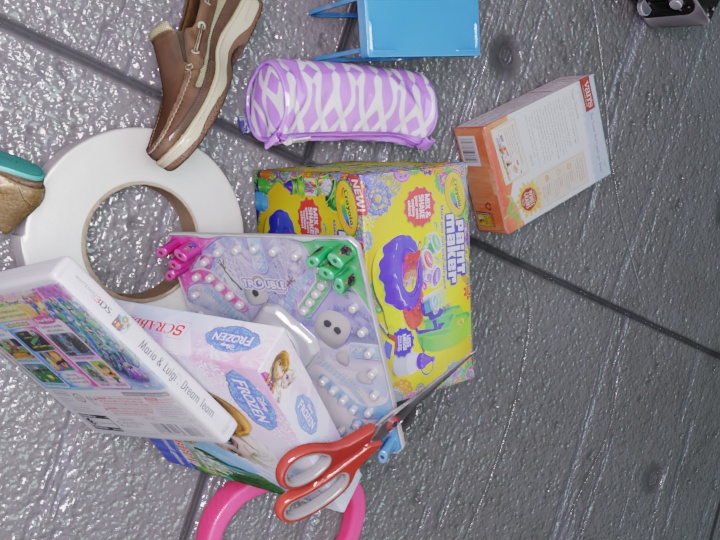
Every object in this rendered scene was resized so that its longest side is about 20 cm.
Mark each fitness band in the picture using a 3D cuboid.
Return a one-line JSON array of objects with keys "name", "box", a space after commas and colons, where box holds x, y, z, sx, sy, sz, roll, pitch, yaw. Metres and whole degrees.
[{"name": "fitness band", "box": [-0.079, 0.277, 0.834, 0.199, 0.037, 0.145, -2, 98, -36]}]

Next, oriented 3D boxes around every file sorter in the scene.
[{"name": "file sorter", "box": [0.024, -0.307, 0.773, 0.138, 0.122, 0.201, -11, 102, -33]}]

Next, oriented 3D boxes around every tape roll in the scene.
[{"name": "tape roll", "box": [-0.201, -0.027, 0.705, 0.202, 0.037, 0.204, -6, 100, -35]}]

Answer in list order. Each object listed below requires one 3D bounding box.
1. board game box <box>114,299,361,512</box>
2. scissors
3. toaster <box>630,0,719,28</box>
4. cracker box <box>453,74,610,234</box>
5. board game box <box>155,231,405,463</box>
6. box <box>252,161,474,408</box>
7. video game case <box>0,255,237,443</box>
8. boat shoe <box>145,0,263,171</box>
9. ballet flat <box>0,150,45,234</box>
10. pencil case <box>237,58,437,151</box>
[{"name": "board game box", "box": [-0.119, 0.111, 0.652, 0.041, 0.199, 0.200, -61, 144, -35]}, {"name": "scissors", "box": [0.015, 0.131, 0.630, 0.199, 0.014, 0.073, -27, 128, -23]}, {"name": "toaster", "box": [0.409, -0.448, 1.030, 0.181, 0.118, 0.201, 37, 76, -34]}, {"name": "cracker box", "box": [0.217, -0.146, 0.972, 0.199, 0.058, 0.135, -28, 112, -28]}, {"name": "board game box", "box": [-0.071, 0.065, 0.670, 0.026, 0.199, 0.201, -42, 127, -48]}, {"name": "box", "box": [0.000, 0.000, 0.755, 0.122, 0.192, 0.201, -11, 102, -34]}, {"name": "video game case", "box": [-0.214, 0.069, 0.611, 0.182, 0.199, 0.024, 53, 51, -28]}, {"name": "boat shoe", "box": [-0.153, -0.179, 0.683, 0.075, 0.075, 0.203, 32, 53, -26]}, {"name": "ballet flat", "box": [-0.339, -0.082, 0.583, 0.199, 0.068, 0.073, 26, 102, -29]}, {"name": "pencil case", "box": [-0.016, -0.163, 0.787, 0.199, 0.084, 0.086, -7, 67, -33]}]
